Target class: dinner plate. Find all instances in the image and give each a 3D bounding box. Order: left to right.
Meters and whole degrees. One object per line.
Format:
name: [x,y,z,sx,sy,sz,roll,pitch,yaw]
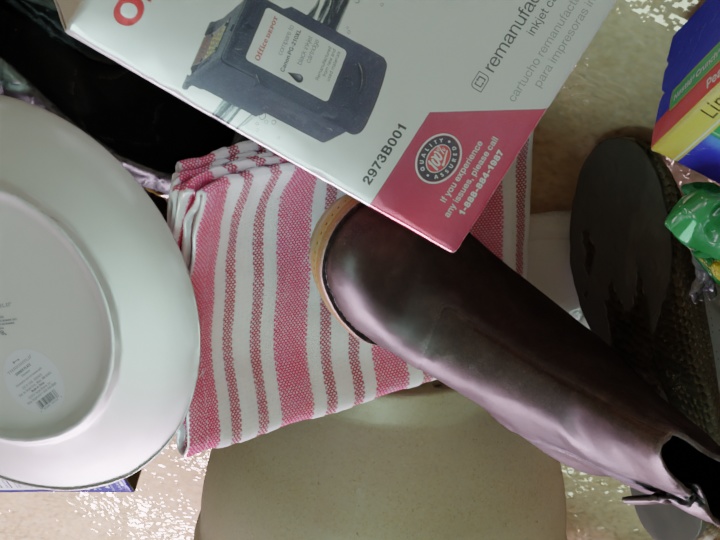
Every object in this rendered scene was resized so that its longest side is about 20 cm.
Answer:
dinner plate: [-0.165,0.015,1.319,0.199,0.024,0.201,13,120,23]

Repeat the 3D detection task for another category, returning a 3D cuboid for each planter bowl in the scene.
planter bowl: [0.013,0.092,1.494,0.199,0.200,0.135,8,117,10]

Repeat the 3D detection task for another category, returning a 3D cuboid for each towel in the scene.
towel: [0.000,0.000,1.344,0.030,0.199,0.147,36,133,49]

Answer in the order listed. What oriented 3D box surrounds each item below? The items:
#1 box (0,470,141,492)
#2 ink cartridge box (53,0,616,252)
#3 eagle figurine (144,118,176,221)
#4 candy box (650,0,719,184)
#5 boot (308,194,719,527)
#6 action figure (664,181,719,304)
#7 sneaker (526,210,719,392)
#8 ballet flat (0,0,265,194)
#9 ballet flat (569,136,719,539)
box: [-0.240,0.088,1.695,0.199,0.033,0.121,-3,140,22]
ink cartridge box: [-0.011,-0.123,1.224,0.200,0.084,0.145,29,102,-18]
eagle figurine: [-0.153,-0.007,1.401,0.199,0.152,0.151,-20,148,29]
candy box: [0.256,-0.078,1.247,0.199,0.077,0.169,27,142,-14]
boot: [0.083,0.040,1.296,0.166,0.073,0.200,28,173,46]
action figure: [0.189,0.011,1.325,0.055,0.118,0.200,-45,140,3]
sneaker: [0.147,0.042,1.437,0.199,0.089,0.075,26,152,-13]
ballet flat: [-0.110,-0.078,1.299,0.199,0.067,0.057,23,-177,-19]
ballet flat: [0.147,0.033,1.388,0.046,0.201,0.067,-13,-179,-43]
